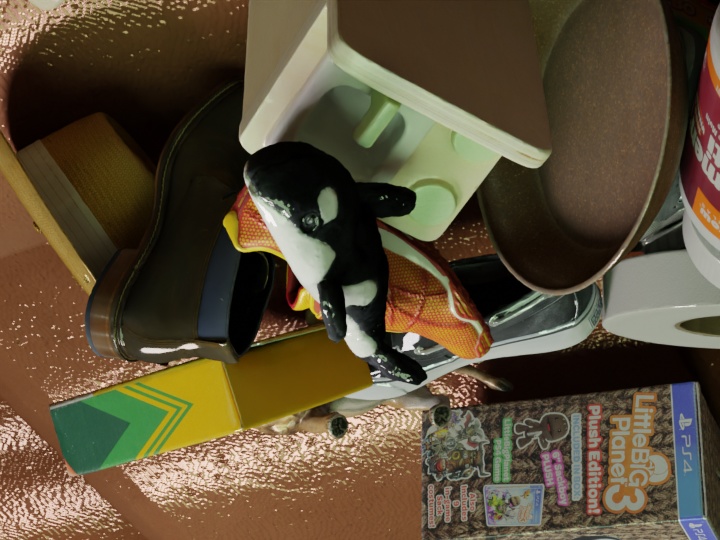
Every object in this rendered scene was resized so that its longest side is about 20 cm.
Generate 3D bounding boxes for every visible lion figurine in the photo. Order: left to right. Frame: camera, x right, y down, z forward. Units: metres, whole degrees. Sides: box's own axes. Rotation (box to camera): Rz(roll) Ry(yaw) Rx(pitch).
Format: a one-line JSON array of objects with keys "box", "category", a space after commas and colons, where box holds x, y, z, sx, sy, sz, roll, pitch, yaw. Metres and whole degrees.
[{"box": [-0.006, 0.079, 1.376, 0.198, 0.073, 0.122, 4, 179, -31], "category": "lion figurine"}]

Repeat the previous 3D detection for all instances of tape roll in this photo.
[{"box": [0.250, 0.019, 1.239, 0.200, 0.037, 0.203, 1, 171, 0], "category": "tape roll"}]

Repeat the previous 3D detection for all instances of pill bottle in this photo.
[{"box": [0.226, -0.068, 1.046, 0.108, 0.111, 0.201, 5, 152, 4], "category": "pill bottle"}]

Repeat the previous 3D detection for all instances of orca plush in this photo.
[{"box": [0.004, -0.009, 1.028, 0.071, 0.106, 0.201, -25, 132, 3], "category": "orca plush"}]

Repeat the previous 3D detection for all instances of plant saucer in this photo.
[{"box": [0.126, -0.087, 1.101, 0.036, 0.202, 0.201, 3, 144, -27], "category": "plant saucer"}]

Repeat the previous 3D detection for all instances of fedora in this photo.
[{"box": [-0.157, -0.035, 1.252, 0.081, 0.201, 0.201, -35, 132, -4], "category": "fedora"}]

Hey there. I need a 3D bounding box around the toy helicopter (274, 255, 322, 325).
[{"box": [-0.030, -0.009, 1.301, 0.131, 0.080, 0.201, -3, 151, 3], "category": "toy helicopter"}]

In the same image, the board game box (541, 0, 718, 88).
[{"box": [0.152, -0.106, 1.193, 0.095, 0.030, 0.200, 23, 135, -18], "category": "board game box"}]

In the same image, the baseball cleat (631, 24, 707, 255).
[{"box": [0.178, -0.073, 1.167, 0.105, 0.070, 0.200, 12, 150, -16], "category": "baseball cleat"}]

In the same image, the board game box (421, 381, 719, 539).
[{"box": [0.158, 0.159, 1.410, 0.198, 0.098, 0.160, -7, 155, 17], "category": "board game box"}]

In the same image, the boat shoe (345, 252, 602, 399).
[{"box": [0.049, 0.027, 1.247, 0.198, 0.072, 0.068, -12, 142, 24], "category": "boat shoe"}]

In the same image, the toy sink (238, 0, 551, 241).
[{"box": [0.014, -0.104, 1.069, 0.129, 0.201, 0.112, 25, 123, -20], "category": "toy sink"}]

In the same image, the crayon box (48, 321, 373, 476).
[{"box": [-0.084, 0.075, 1.242, 0.199, 0.051, 0.126, -19, 177, 42], "category": "crayon box"}]

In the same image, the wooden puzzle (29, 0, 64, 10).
[{"box": [-0.187, -0.238, 1.086, 0.185, 0.037, 0.199, 36, 132, -29], "category": "wooden puzzle"}]

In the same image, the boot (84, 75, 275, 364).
[{"box": [-0.076, -0.026, 1.177, 0.096, 0.201, 0.075, 9, 152, 31], "category": "boot"}]

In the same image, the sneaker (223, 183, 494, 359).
[{"box": [0.000, 0.000, 1.147, 0.199, 0.073, 0.077, 35, 104, -33], "category": "sneaker"}]
